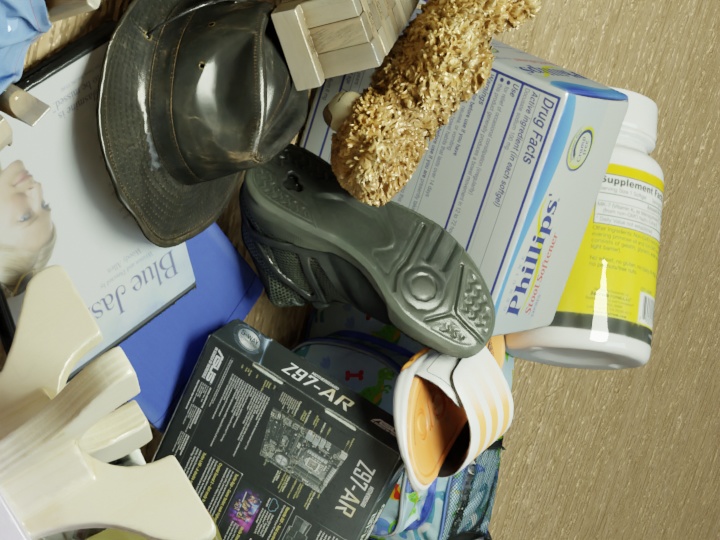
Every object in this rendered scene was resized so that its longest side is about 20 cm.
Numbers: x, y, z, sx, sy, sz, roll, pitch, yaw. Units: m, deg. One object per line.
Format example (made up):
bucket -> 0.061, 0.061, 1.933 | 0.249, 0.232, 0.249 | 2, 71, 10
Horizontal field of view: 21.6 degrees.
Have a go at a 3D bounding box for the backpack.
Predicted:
backpack -> 0.022, 0.108, 1.458 | 0.147, 0.182, 0.201 | 6, 98, -58

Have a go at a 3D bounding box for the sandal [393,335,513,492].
sandal -> 0.080, 0.078, 1.311 | 0.207, 0.059, 0.080 | -48, 127, -57

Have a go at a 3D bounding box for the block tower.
block tower -> 0.002, -0.184, 1.225 | 0.200, 0.058, 0.054 | -61, 136, -57

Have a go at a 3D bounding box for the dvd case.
dvd case -> -0.175, -0.033, 1.149 | 0.143, 0.017, 0.201 | -39, 134, -32

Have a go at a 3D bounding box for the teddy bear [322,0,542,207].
teddy bear -> 0.043, -0.138, 1.224 | 0.067, 0.145, 0.200 | 38, 103, -20

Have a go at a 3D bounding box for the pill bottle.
pill bottle -> 0.171, -0.032, 1.434 | 0.114, 0.114, 0.201 | 27, 67, -61

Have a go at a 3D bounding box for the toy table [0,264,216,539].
toy table -> -0.178, 0.098, 1.079 | 0.117, 0.201, 0.184 | -30, 179, -12

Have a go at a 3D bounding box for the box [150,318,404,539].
box -> -0.070, 0.159, 1.333 | 0.201, 0.160, 0.044 | -65, 167, 24

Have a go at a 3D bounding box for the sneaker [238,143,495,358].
sneaker -> 0.000, 0.000, 1.300 | 0.076, 0.199, 0.114 | -58, 178, -25

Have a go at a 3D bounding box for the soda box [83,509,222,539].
soda box -> -0.181, 0.220, 1.230 | 0.199, 0.064, 0.068 | -24, 155, -1

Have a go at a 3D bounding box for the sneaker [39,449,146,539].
sneaker -> -0.183, 0.156, 1.248 | 0.075, 0.099, 0.201 | -43, 147, -36

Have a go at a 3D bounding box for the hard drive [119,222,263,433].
hard drive -> -0.142, 0.016, 1.275 | 0.132, 0.025, 0.200 | -56, 151, -13

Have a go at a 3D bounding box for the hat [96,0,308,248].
hat -> -0.079, -0.108, 1.169 | 0.200, 0.080, 0.202 | 7, 90, -67

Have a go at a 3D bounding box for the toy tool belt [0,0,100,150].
toy tool belt -> -0.223, -0.096, 0.951 | 0.200, 0.123, 0.125 | -55, 150, -14

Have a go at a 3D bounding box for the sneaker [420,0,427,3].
sneaker -> 0.065, -0.259, 1.327 | 0.081, 0.088, 0.201 | -48, 149, -28

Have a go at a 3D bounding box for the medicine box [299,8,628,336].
medicine box -> 0.062, -0.076, 1.354 | 0.103, 0.199, 0.183 | -6, 118, -57
